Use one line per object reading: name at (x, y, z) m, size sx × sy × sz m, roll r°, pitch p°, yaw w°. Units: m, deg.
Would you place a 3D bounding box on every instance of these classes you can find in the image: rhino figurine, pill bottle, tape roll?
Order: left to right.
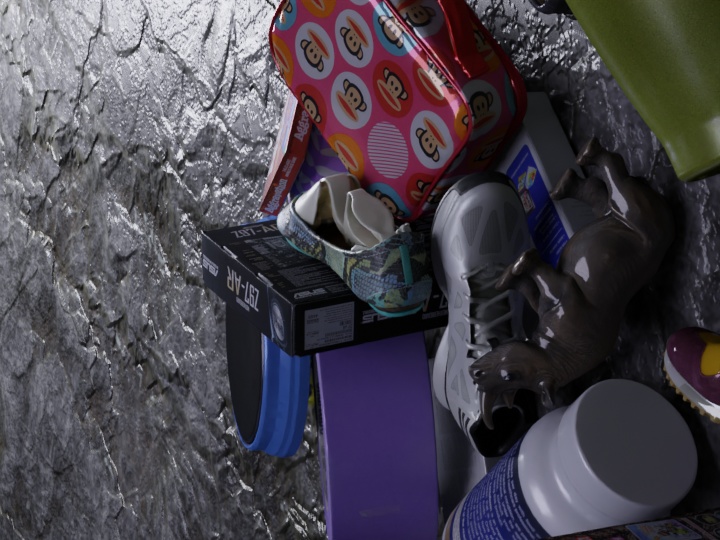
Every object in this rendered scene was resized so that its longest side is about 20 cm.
tape roll at (0.009, 0.117, 1.603) m, size 0.200 × 0.084 × 0.202 m, roll 176°, pitch 90°, yaw -87°
rhino figurine at (0.137, 0.019, 1.363) m, size 0.201 × 0.087 × 0.060 m, roll -59°, pitch 2°, yaw -4°
pill bottle at (0.143, 0.163, 1.408) m, size 0.200 × 0.115 × 0.117 m, roll -55°, pitch 48°, yaw 50°

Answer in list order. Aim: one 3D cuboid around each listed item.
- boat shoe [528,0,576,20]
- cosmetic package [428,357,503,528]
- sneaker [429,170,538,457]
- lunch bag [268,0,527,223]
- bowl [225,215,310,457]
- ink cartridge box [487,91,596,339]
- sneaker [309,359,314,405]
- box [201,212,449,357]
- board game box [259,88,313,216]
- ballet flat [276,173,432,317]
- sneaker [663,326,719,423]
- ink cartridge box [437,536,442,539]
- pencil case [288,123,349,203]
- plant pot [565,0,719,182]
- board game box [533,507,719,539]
boat shoe at (0.117, -0.255, 1.444) m, size 0.074 × 0.060 × 0.201 m, roll -59°, pitch 45°, yaw 49°
cosmetic package at (0.098, 0.161, 1.557) m, size 0.082 × 0.050 × 0.202 m, roll -17°, pitch 79°, yaw 62°
sneaker at (0.098, 0.039, 1.419) m, size 0.116 × 0.075 × 0.202 m, roll -119°, pitch 25°, yaw -57°
lunch bag at (0.027, -0.154, 1.486) m, size 0.201 × 0.082 × 0.176 m, roll 55°, pitch 144°, yaw 15°
bowl at (-0.080, 0.055, 1.714) m, size 0.201 × 0.039 × 0.203 m, roll 179°, pitch 90°, yaw -77°
ink cartridge box at (0.135, -0.021, 1.474) m, size 0.100 × 0.039 × 0.201 m, roll -56°, pitch 45°, yaw 49°
sneaker at (-0.042, 0.054, 1.775) m, size 0.200 × 0.074 × 0.085 m, roll -44°, pitch 56°, yaw 55°
box at (0.000, 0.000, 1.555) m, size 0.160 × 0.198 × 0.044 m, roll 34°, pitch 129°, yaw 54°
board game box at (-0.046, -0.155, 1.695) m, size 0.103 × 0.019 × 0.202 m, roll 117°, pitch 167°, yaw -61°
ballet flat at (-0.005, -0.034, 1.486) m, size 0.200 × 0.074 × 0.075 m, roll 35°, pitch 125°, yaw 55°
sneaker at (0.264, 0.062, 1.226) m, size 0.200 × 0.074 × 0.091 m, roll 36°, pitch 117°, yaw 47°
ink cartridge box at (0.045, 0.320, 1.613) m, size 0.067 × 0.116 × 0.201 m, roll -56°, pitch 47°, yaw 50°
pencil case at (0.003, -0.116, 1.658) m, size 0.085 × 0.084 × 0.201 m, roll 35°, pitch 131°, yaw 20°
plant pot at (0.210, -0.161, 1.181) m, size 0.200 × 0.199 × 0.195 m, roll -26°, pitch 84°, yaw 60°
board game box at (0.170, 0.253, 1.286) m, size 0.097 × 0.198 × 0.161 m, roll 33°, pitch 123°, yaw 55°
